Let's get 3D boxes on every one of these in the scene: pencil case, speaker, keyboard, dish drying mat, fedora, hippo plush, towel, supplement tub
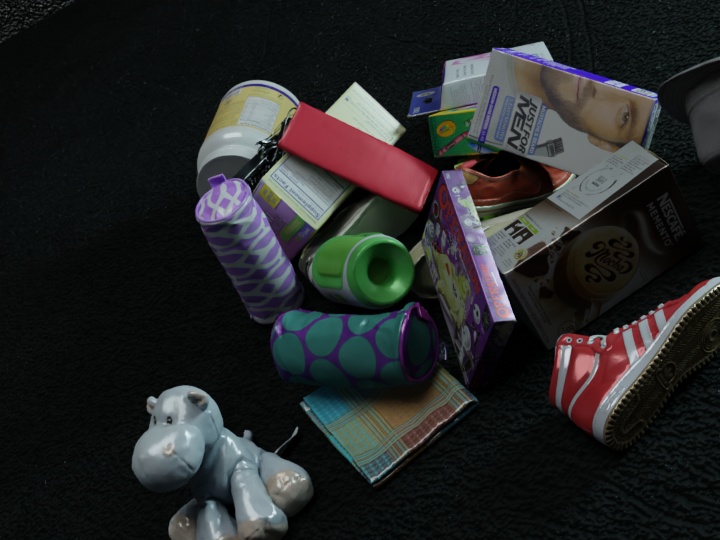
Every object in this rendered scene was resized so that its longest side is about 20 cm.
[{"bbox_3d":[-0.006,0.081,1.362,0.199,0.085,0.093,-4,58,40],"label":"pencil case"},{"bbox_3d":[0.000,0.000,1.465,0.088,0.089,0.200,-40,11,-11],"label":"speaker"},{"bbox_3d":[-0.117,-0.144,1.692,0.039,0.105,0.200,27,53,17],"label":"keyboard"},{"bbox_3d":[-0.002,-0.141,1.573,0.018,0.199,0.077,115,180,-63],"label":"dish drying mat"},{"bbox_3d":[0.415,-0.155,1.294,0.199,0.177,0.091,-12,65,28],"label":"fedora"},{"bbox_3d":[-0.147,0.194,1.302,0.158,0.161,0.201,-7,39,38],"label":"hippo plush"},{"bbox_3d":[0.026,0.143,1.348,0.146,0.022,0.200,-39,30,-7],"label":"towel"},{"bbox_3d":[-0.137,-0.022,1.576,0.083,0.201,0.086,-16,40,10],"label":"pencil case"},{"bbox_3d":[-0.165,-0.179,1.875,0.144,0.146,0.201,-19,33,24],"label":"supplement tub"}]

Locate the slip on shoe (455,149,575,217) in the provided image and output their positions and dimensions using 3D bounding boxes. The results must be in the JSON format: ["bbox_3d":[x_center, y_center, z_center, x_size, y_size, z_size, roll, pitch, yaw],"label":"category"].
[{"bbox_3d":[0.184,-0.112,1.463,0.199,0.062,0.074,-17,28,-36],"label":"slip on shoe"}]

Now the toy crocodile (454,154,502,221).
[{"bbox_3d":[0.138,-0.093,1.537,0.067,0.062,0.201,-21,32,21],"label":"toy crocodile"}]

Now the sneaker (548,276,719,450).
[{"bbox_3d":[0.260,0.070,1.172,0.200,0.071,0.112,-45,35,-13],"label":"sneaker"}]

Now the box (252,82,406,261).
[{"bbox_3d":[-0.056,-0.124,1.666,0.200,0.097,0.176,-48,2,-25],"label":"box"}]

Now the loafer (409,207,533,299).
[{"bbox_3d":[0.136,-0.015,1.412,0.199,0.076,0.068,-22,26,20],"label":"loafer"}]

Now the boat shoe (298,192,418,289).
[{"bbox_3d":[0.002,-0.058,1.611,0.202,0.072,0.060,-43,35,-7],"label":"boat shoe"}]

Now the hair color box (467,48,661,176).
[{"bbox_3d":[0.234,-0.175,1.422,0.199,0.110,0.065,20,17,19],"label":"hair color box"}]

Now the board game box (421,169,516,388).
[{"bbox_3d":[0.110,0.008,1.305,0.032,0.120,0.201,-2,51,-18],"label":"board game box"}]

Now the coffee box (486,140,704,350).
[{"bbox_3d":[0.240,-0.027,1.291,0.199,0.113,0.080,-35,30,0],"label":"coffee box"}]

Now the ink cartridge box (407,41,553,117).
[{"bbox_3d":[0.160,-0.262,1.678,0.198,0.044,0.197,-10,16,7],"label":"ink cartridge box"}]

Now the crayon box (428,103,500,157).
[{"bbox_3d":[0.200,-0.188,1.565,0.199,0.059,0.118,-1,15,42],"label":"crayon box"}]
